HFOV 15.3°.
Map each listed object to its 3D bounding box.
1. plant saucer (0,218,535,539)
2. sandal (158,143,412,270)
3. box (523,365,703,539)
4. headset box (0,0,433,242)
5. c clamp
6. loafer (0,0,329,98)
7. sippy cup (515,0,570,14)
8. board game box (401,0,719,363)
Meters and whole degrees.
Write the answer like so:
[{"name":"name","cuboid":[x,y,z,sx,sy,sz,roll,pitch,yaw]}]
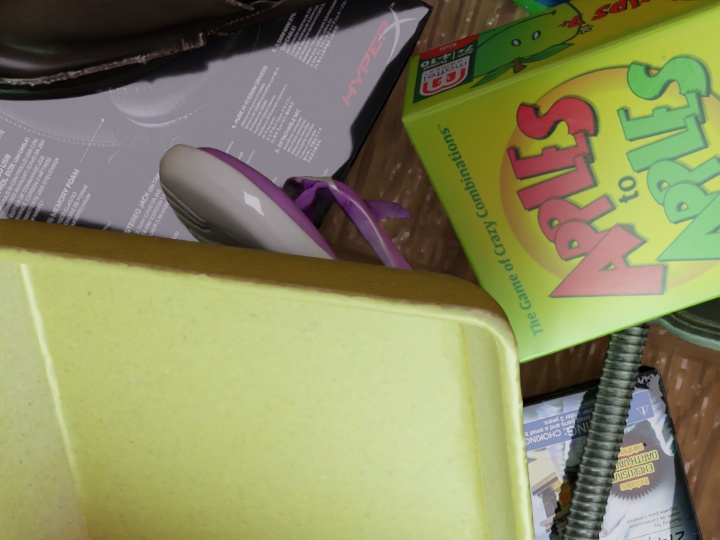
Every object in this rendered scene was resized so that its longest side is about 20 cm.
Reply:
[{"name":"plant saucer","cuboid":[-0.034,0.061,0.833,0.198,0.049,0.201,8,133,18]},{"name":"sandal","cuboid":[-0.006,-0.003,0.891,0.082,0.203,0.050,30,81,31]},{"name":"box","cuboid":[0.030,0.126,0.985,0.199,0.040,0.138,-15,91,-2]},{"name":"headset box","cuboid":[-0.095,-0.074,0.964,0.199,0.077,0.150,28,88,-1]},{"name":"c clamp","cuboid":[0.106,0.071,0.939,0.170,0.027,0.202,9,91,23]},{"name":"loafer","cuboid":[-0.058,-0.110,0.884,0.199,0.071,0.074,-18,90,8]},{"name":"sippy cup","cuboid":[0.094,-0.159,0.938,0.139,0.130,0.179,-27,90,-3]},{"name":"board game box","cuboid":[0.125,-0.051,0.876,0.199,0.048,0.102,-19,117,16]}]
